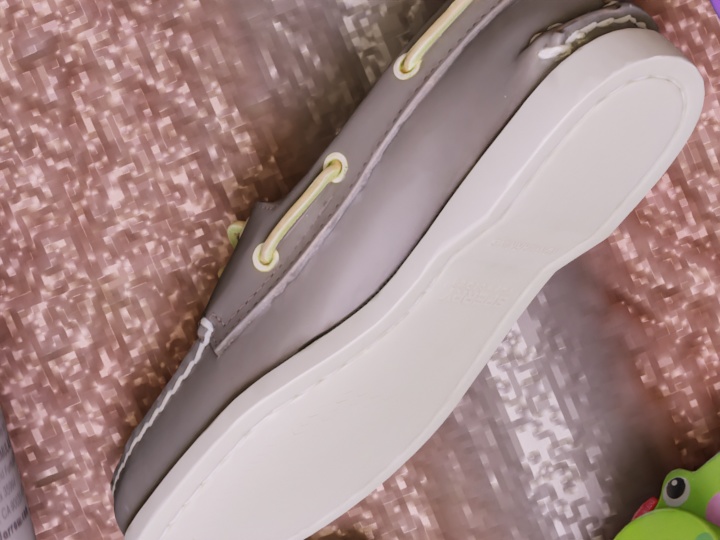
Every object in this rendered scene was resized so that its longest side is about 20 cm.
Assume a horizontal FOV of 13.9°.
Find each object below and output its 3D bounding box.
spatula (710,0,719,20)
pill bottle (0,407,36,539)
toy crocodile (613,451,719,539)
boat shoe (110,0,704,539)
[{"bbox_3d":[0.141,-0.030,0.784,0.057,0.021,0.200,-25,101,2],"label":"spatula"},{"bbox_3d":[-0.155,0.009,0.736,0.114,0.114,0.200,-14,101,1],"label":"pill bottle"},{"bbox_3d":[0.069,0.116,0.793,0.068,0.062,0.200,26,99,-46],"label":"toy crocodile"},{"bbox_3d":[0.002,0.001,0.766,0.202,0.072,0.060,-47,58,19],"label":"boat shoe"}]
